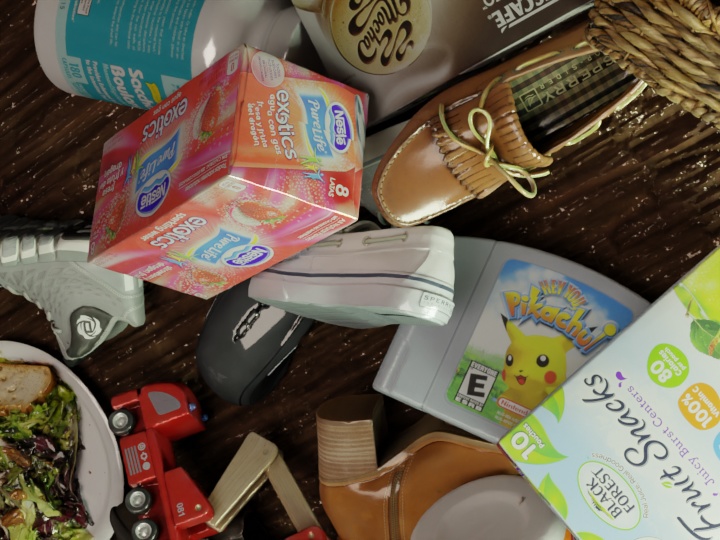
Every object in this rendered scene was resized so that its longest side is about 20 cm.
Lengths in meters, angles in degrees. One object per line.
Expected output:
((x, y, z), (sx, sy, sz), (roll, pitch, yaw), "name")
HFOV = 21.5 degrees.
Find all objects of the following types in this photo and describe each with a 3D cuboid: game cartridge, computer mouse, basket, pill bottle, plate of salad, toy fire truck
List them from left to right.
((-0.281, 0.156, 1.561), (0.199, 0.048, 0.201), (9, 110, 26), "plate of salad")
((-0.120, -0.162, 1.327), (0.199, 0.111, 0.111), (13, 112, 26), "pill bottle")
((-0.103, 0.166, 1.428), (0.140, 0.049, 0.201), (-19, 65, 7), "toy fire truck")
((-0.089, 0.007, 1.403), (0.140, 0.046, 0.200), (46, 122, 8), "computer mouse")
((0.114, 0.247, 1.300), (0.109, 0.110, 0.201), (-3, 126, 30), "pill bottle")
((0.122, 0.058, 1.269), (0.199, 0.040, 0.134), (23, 81, 16), "game cartridge")
((0.246, -0.163, 1.099), (0.199, 0.143, 0.150), (32, 120, 17), "basket")

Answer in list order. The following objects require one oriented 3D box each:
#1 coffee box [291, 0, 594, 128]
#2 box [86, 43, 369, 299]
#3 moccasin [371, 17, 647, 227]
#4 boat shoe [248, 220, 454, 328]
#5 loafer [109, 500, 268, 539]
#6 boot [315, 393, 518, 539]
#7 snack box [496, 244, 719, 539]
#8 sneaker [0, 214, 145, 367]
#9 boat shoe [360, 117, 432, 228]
((0.065, -0.187, 1.232), (0.199, 0.080, 0.114), (-26, 91, 33), "coffee box")
((-0.091, -0.060, 1.267), (0.200, 0.102, 0.095), (-25, 54, 51), "box")
((0.098, -0.090, 1.201), (0.200, 0.078, 0.074), (-26, 107, 3), "moccasin")
((0.000, 0.000, 1.292), (0.199, 0.073, 0.067), (4, 76, 49), "boat shoe")
((-0.104, 0.217, 1.476), (0.199, 0.073, 0.072), (25, 87, 22), "loafer")
((0.065, 0.169, 1.355), (0.199, 0.077, 0.156), (-3, 113, 17), "boot")
((0.206, 0.097, 1.200), (0.200, 0.053, 0.142), (-40, 82, -3), "snack box")
((-0.254, 0.020, 1.487), (0.199, 0.075, 0.116), (2, 109, 28), "sneaker")
((0.031, -0.064, 1.295), (0.200, 0.070, 0.072), (-21, 94, 27), "boat shoe")
